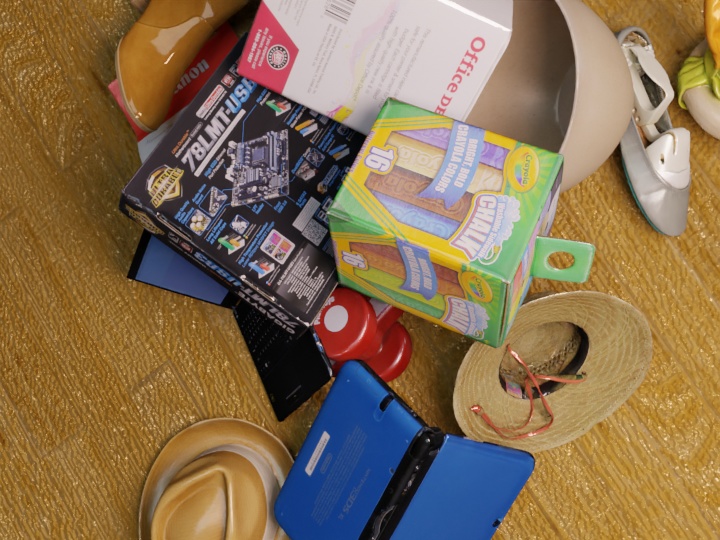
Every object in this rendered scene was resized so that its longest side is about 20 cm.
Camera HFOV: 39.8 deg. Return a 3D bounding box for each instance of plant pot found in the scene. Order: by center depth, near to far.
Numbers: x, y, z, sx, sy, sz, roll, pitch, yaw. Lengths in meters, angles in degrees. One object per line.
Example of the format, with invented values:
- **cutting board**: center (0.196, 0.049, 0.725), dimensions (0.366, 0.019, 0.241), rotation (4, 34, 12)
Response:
- **plant pot**: center (0.171, -0.157, 0.910), dimensions (0.199, 0.132, 0.205), rotation (1, 91, 56)

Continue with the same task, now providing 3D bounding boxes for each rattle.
- **rattle**: center (0.388, -0.174, 0.871), dimensions (0.199, 0.144, 0.130), rotation (35, 52, 22)

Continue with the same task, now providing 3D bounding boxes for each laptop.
- **laptop**: center (-0.131, 0.049, 0.953), dimensions (0.102, 0.177, 0.203), rotation (-19, 77, -26)

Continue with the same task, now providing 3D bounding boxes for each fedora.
- **fedora**: center (-0.151, 0.249, 0.998), dimensions (0.196, 0.082, 0.205), rotation (-1, 84, 13)

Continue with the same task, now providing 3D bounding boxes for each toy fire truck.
- **toy fire truck**: center (0.000, 0.000, 0.980), dimensions (0.200, 0.112, 0.168), rotation (-48, 58, 5)

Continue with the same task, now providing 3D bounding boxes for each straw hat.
- **straw hat**: center (0.165, 0.071, 0.929), dimensions (0.198, 0.202, 0.086), rotation (-27, 38, 10)

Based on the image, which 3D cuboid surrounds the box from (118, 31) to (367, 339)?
- **box**: center (-0.080, -0.078, 0.890), dimensions (0.197, 0.050, 0.202), rotation (34, 65, -4)

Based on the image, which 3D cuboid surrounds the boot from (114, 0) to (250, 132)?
- **boot**: center (-0.178, -0.252, 1.035), dimensions (0.142, 0.071, 0.205), rotation (-17, 60, 24)

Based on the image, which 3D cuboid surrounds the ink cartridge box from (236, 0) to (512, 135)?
- **ink cartridge box**: center (0.012, -0.202, 0.847), dimensions (0.197, 0.086, 0.149), rotation (23, 129, -10)

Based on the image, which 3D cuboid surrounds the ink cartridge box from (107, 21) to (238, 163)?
- **ink cartridge box**: center (-0.173, -0.168, 1.061), dimensions (0.159, 0.047, 0.202), rotation (-34, 79, 8)

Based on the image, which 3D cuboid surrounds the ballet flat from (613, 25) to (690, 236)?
- **ballet flat**: center (0.273, -0.134, 0.931), dimensions (0.064, 0.066, 0.204), rotation (-33, 70, 54)

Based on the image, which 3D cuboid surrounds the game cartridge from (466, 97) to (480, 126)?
- **game cartridge**: center (0.024, -0.159, 0.979), dimensions (0.196, 0.040, 0.136), rotation (3, 81, -11)

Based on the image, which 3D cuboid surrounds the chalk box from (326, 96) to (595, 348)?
- **chalk box**: center (0.088, -0.029, 0.804), dimensions (0.197, 0.125, 0.125), rotation (22, 65, 16)

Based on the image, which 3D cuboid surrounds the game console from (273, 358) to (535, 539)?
- **game console**: center (0.036, 0.204, 0.937), dimensions (0.170, 0.117, 0.202), rotation (42, 118, 31)
